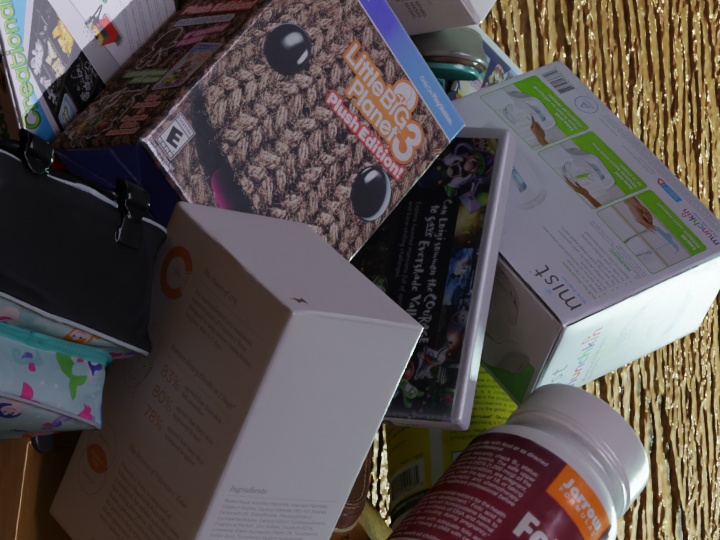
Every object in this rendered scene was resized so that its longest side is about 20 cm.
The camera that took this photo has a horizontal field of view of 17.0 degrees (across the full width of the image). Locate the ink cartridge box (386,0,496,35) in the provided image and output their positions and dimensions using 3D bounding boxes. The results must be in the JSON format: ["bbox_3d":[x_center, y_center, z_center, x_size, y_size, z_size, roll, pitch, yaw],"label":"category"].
[{"bbox_3d":[0.014,-0.223,1.583,0.085,0.199,0.145,56,49,-30],"label":"ink cartridge box"}]

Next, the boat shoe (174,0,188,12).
[{"bbox_3d":[-0.102,-0.155,1.537,0.075,0.074,0.202,-8,92,-49],"label":"boat shoe"}]

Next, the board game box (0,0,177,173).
[{"bbox_3d":[-0.171,-0.144,1.464,0.126,0.035,0.201,-18,101,-33],"label":"board game box"}]

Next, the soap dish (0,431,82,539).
[{"bbox_3d":[-0.181,0.179,1.408,0.157,0.081,0.202,20,71,-47],"label":"soap dish"}]

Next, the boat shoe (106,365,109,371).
[{"bbox_3d":[-0.172,0.022,1.452,0.200,0.056,0.069,51,49,-33],"label":"boat shoe"}]

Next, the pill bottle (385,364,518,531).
[{"bbox_3d":[0.072,0.098,1.669,0.112,0.112,0.201,27,51,-45],"label":"pill bottle"}]

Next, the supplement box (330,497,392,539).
[{"bbox_3d":[-0.016,0.180,1.545,0.200,0.066,0.069,55,8,-28],"label":"supplement box"}]

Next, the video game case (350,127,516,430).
[{"bbox_3d":[0.000,0.000,1.565,0.023,0.181,0.201,45,52,-61],"label":"video game case"}]

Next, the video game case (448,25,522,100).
[{"bbox_3d":[0.034,-0.123,1.734,0.200,0.023,0.183,41,57,-38],"label":"video game case"}]

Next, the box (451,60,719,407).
[{"bbox_3d":[0.125,-0.028,1.644,0.176,0.200,0.097,-24,149,-34],"label":"box"}]

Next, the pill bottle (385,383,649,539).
[{"bbox_3d":[0.090,0.170,1.507,0.200,0.114,0.115,-46,120,-32],"label":"pill bottle"}]

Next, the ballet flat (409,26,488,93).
[{"bbox_3d":[0.046,-0.153,1.612,0.067,0.200,0.064,8,87,-6],"label":"ballet flat"}]

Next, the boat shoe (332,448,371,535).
[{"bbox_3d":[-0.026,0.067,1.463,0.072,0.068,0.201,16,43,-26],"label":"boat shoe"}]

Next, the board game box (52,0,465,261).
[{"bbox_3d":[-0.058,-0.082,1.465,0.200,0.097,0.160,-51,120,-28],"label":"board game box"}]

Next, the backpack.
[{"bbox_3d":[-0.223,0.012,1.286,0.177,0.199,0.152,24,73,-47],"label":"backpack"}]

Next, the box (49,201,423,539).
[{"bbox_3d":[-0.071,0.083,1.317,0.097,0.124,0.201,8,113,-42],"label":"box"}]
